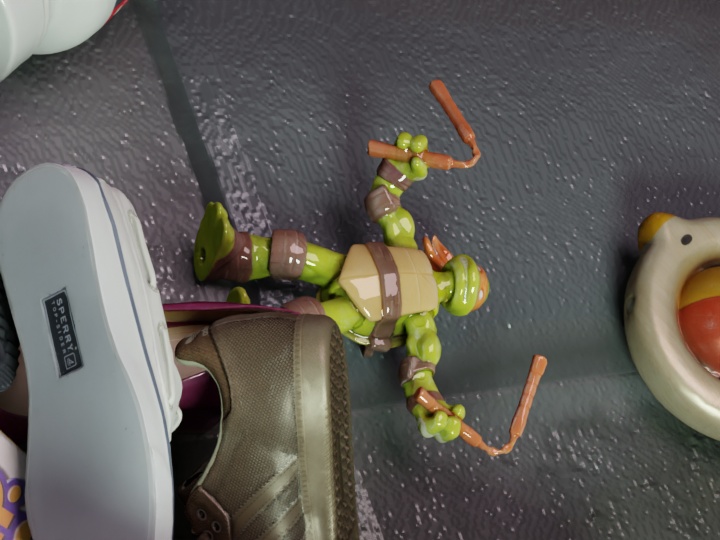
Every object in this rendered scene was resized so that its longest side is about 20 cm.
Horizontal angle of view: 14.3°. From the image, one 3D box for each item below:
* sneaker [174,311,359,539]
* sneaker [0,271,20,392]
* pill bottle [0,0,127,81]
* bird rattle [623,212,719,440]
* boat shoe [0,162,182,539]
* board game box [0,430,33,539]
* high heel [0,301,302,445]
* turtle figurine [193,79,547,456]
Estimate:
[{"bbox_3d":[-0.042,0.116,1.287,0.070,0.075,0.201,-44,134,-75],"label":"sneaker"},{"bbox_3d":[-0.206,-0.018,1.274,0.070,0.082,0.201,56,13,-55],"label":"sneaker"},{"bbox_3d":[-0.151,-0.175,1.387,0.120,0.120,0.200,43,47,-4],"label":"pill bottle"},{"bbox_3d":[0.215,0.044,1.543,0.162,0.113,0.201,12,68,-15],"label":"bird rattle"},{"bbox_3d":[-0.104,0.052,1.233,0.065,0.073,0.201,13,66,-56],"label":"boat shoe"},{"bbox_3d":[-0.144,0.143,1.233,0.200,0.030,0.096,42,68,-2],"label":"board game box"},{"bbox_3d":[-0.124,0.038,1.285,0.199,0.096,0.068,10,57,-30],"label":"high heel"},{"bbox_3d":[0.000,0.000,1.418,0.160,0.064,0.201,1,70,-26],"label":"turtle figurine"}]
